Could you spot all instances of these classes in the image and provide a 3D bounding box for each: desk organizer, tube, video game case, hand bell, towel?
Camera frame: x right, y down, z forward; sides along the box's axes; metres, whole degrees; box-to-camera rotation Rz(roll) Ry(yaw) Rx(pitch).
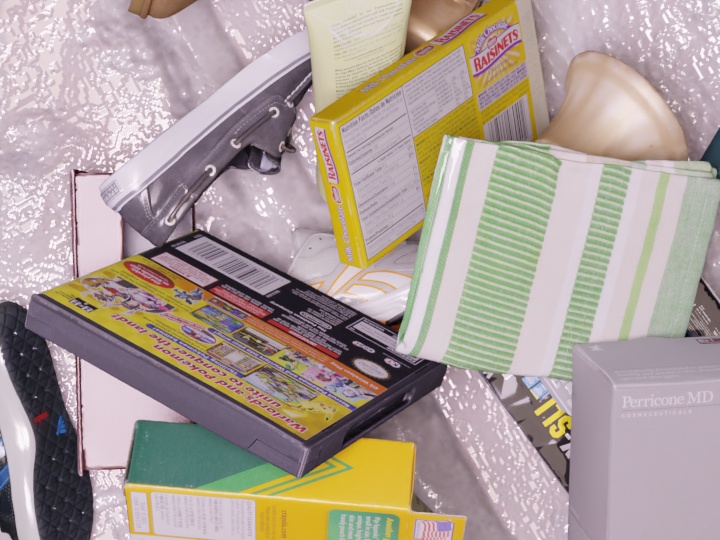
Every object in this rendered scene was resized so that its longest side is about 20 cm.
[{"bbox_3d":[-0.149,0.032,1.263,0.077,0.072,0.201,-1,92,-1],"label":"desk organizer"},{"bbox_3d":[-0.002,-0.115,1.197,0.052,0.200,0.058,18,58,10],"label":"tube"},{"bbox_3d":[-0.071,0.044,1.147,0.200,0.181,0.026,27,115,21],"label":"video game case"},{"bbox_3d":[0.106,-0.039,1.208,0.200,0.104,0.104,-42,90,-18],"label":"hand bell"},{"bbox_3d":[0.126,-0.005,1.181,0.199,0.023,0.153,6,106,-25],"label":"towel"}]

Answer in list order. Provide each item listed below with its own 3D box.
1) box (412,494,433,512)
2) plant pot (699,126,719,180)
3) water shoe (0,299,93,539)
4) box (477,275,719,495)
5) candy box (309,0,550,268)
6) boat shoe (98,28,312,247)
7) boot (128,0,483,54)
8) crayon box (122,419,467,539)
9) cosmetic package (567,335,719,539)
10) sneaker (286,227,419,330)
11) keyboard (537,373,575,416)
[{"bbox_3d":[0.011,0.251,1.252,0.200,0.097,0.176,44,92,1],"label":"box"},{"bbox_3d":[0.316,-0.082,1.186,0.141,0.200,0.142,30,92,0],"label":"plant pot"},{"bbox_3d":[-0.239,0.119,1.278,0.079,0.071,0.201,-10,93,29],"label":"water shoe"},{"bbox_3d":[0.183,0.076,1.268,0.160,0.049,0.200,-37,91,4],"label":"box"},{"bbox_3d":[0.049,-0.092,1.191,0.200,0.026,0.102,-36,124,-37],"label":"candy box"},{"bbox_3d":[-0.078,-0.087,1.234,0.200,0.070,0.066,-41,92,-29],"label":"boat shoe"},{"bbox_3d":[-0.029,-0.185,1.222,0.200,0.066,0.175,28,52,1],"label":"boot"},{"bbox_3d":[-0.038,0.152,1.140,0.199,0.126,0.052,5,51,1],"label":"crayon box"},{"bbox_3d":[0.191,0.147,1.191,0.106,0.090,0.201,-5,109,-11],"label":"cosmetic package"},{"bbox_3d":[0.000,0.000,1.260,0.200,0.076,0.092,-26,80,-3],"label":"sneaker"},{"bbox_3d":[0.097,0.000,1.228,0.056,0.011,0.200,-33,86,-29],"label":"keyboard"}]
